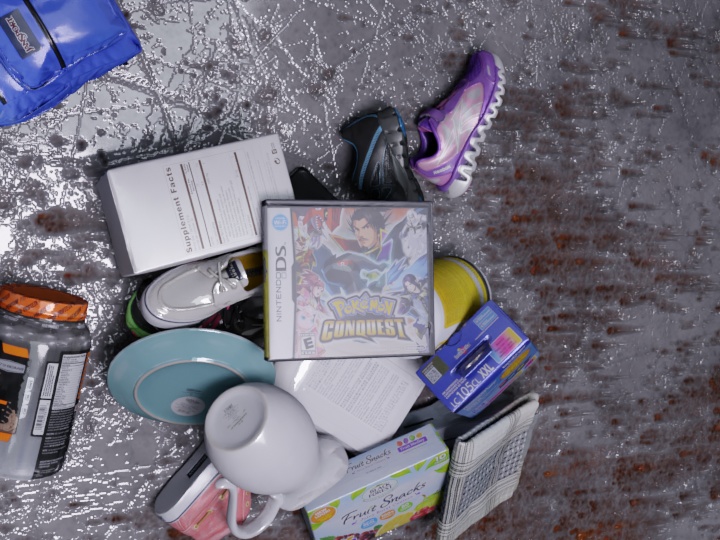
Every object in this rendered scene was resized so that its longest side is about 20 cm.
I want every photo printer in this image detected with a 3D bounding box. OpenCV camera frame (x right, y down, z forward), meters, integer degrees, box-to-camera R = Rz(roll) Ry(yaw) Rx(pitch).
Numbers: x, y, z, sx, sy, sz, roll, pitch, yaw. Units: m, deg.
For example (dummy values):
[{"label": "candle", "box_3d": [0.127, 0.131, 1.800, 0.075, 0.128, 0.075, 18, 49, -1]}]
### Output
[{"label": "photo printer", "box_3d": [-0.021, 0.138, 1.258, 0.200, 0.069, 0.166, 35, 84, -25]}]

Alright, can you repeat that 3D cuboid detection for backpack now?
[{"label": "backpack", "box_3d": [-0.354, -0.248, 0.988, 0.200, 0.168, 0.163, -33, 104, -11]}]

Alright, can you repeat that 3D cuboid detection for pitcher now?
[{"label": "pitcher", "box_3d": [-0.119, 0.231, 1.128, 0.172, 0.121, 0.200, -48, 143, -10]}]

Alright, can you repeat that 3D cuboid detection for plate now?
[{"label": "plate", "box_3d": [-0.200, 0.138, 1.134, 0.200, 0.026, 0.200, -6, 139, -5]}]

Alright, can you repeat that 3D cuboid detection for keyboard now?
[{"label": "keyboard", "box_3d": [-0.110, -0.031, 1.216, 0.104, 0.040, 0.200, 45, 81, 0]}]

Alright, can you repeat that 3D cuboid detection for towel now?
[{"label": "towel", "box_3d": [0.183, 0.277, 1.326, 0.200, 0.035, 0.193, -22, 129, -45]}]

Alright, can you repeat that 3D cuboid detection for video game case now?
[{"label": "video game case", "box_3d": [-0.012, 0.010, 1.086, 0.200, 0.026, 0.181, -1, 89, -16]}]

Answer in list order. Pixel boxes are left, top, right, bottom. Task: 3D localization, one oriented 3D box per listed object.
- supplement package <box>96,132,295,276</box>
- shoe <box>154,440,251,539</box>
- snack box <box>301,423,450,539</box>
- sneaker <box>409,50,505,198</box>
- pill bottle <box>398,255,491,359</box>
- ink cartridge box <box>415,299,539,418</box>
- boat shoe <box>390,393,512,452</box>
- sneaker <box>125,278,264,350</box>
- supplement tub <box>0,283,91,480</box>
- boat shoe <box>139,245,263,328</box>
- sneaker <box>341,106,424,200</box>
[{"label": "supplement package", "box_3d": [-0.189, -0.074, 1.106, 0.200, 0.121, 0.120, -16, 94, -20]}, {"label": "shoe", "box_3d": [-0.164, 0.259, 1.220, 0.200, 0.071, 0.091, -47, 119, -7]}, {"label": "snack box", "box_3d": [0.021, 0.297, 1.270, 0.200, 0.053, 0.142, -22, 138, -12]}, {"label": "sneaker", "box_3d": [0.124, -0.201, 1.261, 0.088, 0.080, 0.200, 19, 92, -18]}, {"label": "pill bottle", "box_3d": [0.077, 0.050, 1.220, 0.200, 0.112, 0.112, -16, 108, -53]}, {"label": "ink cartridge box", "box_3d": [0.154, 0.118, 1.236, 0.136, 0.200, 0.076, -45, 70, 4]}, {"label": "boat shoe", "box_3d": [0.124, 0.222, 1.350, 0.200, 0.074, 0.067, -8, 130, -23]}, {"label": "sneaker", "box_3d": [-0.179, 0.057, 1.146, 0.200, 0.077, 0.084, 12, 106, -12]}, {"label": "supplement tub", "box_3d": [-0.375, 0.122, 1.068, 0.122, 0.122, 0.200, 12, 94, -25]}, {"label": "boat shoe", "box_3d": [-0.157, 0.011, 1.102, 0.200, 0.070, 0.071, -15, 75, -34]}, {"label": "sneaker", "box_3d": [0.035, -0.105, 1.228, 0.082, 0.073, 0.200, -15, 88, 9]}]
